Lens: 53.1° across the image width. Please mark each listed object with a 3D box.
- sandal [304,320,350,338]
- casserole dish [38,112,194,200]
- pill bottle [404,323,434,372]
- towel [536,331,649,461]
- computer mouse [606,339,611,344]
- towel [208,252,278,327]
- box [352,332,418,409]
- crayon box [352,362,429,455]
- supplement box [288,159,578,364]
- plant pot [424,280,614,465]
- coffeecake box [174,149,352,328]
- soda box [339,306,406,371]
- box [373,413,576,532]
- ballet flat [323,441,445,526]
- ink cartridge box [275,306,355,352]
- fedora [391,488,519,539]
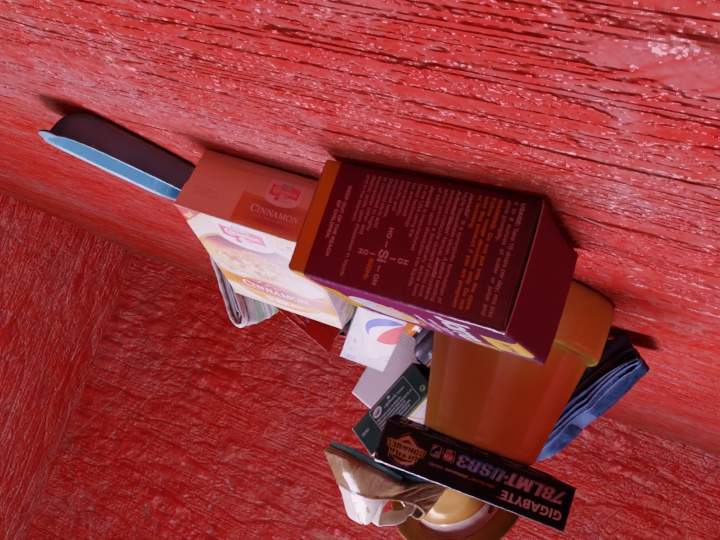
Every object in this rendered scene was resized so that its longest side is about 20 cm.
[{"bbox_3d":[0.003,0.083,1.216,0.196,0.046,0.075,-12,-147,-7],"label":"sandal"},{"bbox_3d":[-0.273,-0.132,0.844,0.198,0.040,0.120,25,171,-37],"label":"casserole dish"},{"bbox_3d":[0.143,0.112,0.947,0.200,0.106,0.106,43,174,4],"label":"pill bottle"},{"bbox_3d":[0.286,0.172,0.930,0.049,0.200,0.111,51,-169,32],"label":"towel"},{"bbox_3d":[0.236,0.100,0.987,0.108,0.045,0.198,17,166,-41],"label":"computer mouse"},{"bbox_3d":[-0.171,0.003,1.053,0.030,0.152,0.200,-17,179,7],"label":"towel"},{"bbox_3d":[0.098,0.145,1.149,0.097,0.202,0.124,33,-177,37],"label":"box"},{"bbox_3d":[0.086,0.202,1.023,0.052,0.126,0.199,47,-169,30],"label":"crayon box"},{"bbox_3d":[0.062,-0.008,0.599,0.197,0.105,0.131,15,171,31],"label":"supplement box"},{"bbox_3d":[0.159,0.103,0.802,0.197,0.192,0.201,19,172,3],"label":"plant pot"},{"bbox_3d":[-0.090,-0.028,0.790,0.151,0.074,0.201,18,157,19],"label":"coffeecake box"},{"bbox_3d":[0.028,0.043,0.868,0.062,0.069,0.201,19,144,0],"label":"soda box"},{"bbox_3d":[0.118,0.214,0.789,0.195,0.051,0.200,18,171,8],"label":"box"},{"bbox_3d":[0.023,0.243,0.792,0.067,0.074,0.199,18,171,41],"label":"ballet flat"},{"bbox_3d":[-0.082,0.030,1.082,0.162,0.057,0.200,40,-174,-3],"label":"ink cartridge box"},{"bbox_3d":[0.121,0.266,0.939,0.198,0.201,0.083,13,144,39],"label":"fedora"}]
